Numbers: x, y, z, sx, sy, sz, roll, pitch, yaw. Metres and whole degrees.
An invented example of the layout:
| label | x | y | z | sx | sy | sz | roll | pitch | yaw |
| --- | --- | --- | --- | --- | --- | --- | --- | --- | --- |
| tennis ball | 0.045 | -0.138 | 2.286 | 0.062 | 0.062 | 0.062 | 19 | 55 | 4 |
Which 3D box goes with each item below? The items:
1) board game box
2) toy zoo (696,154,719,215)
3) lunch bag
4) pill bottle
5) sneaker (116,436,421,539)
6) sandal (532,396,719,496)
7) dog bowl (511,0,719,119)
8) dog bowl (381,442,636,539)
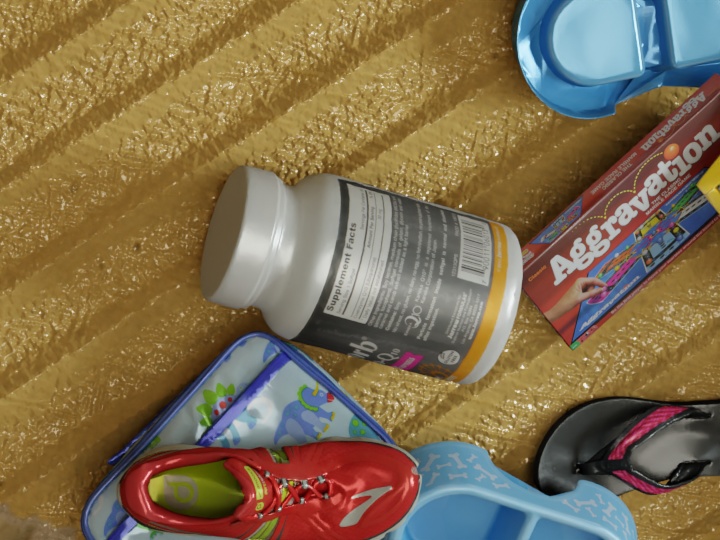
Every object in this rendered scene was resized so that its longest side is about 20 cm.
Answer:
| label | x | y | z | sx | sy | sz | roll | pitch | yaw |
| --- | --- | --- | --- | --- | --- | --- | --- | --- | --- |
| board game box | 0.199 | -0.039 | 1.731 | 0.200 | 0.019 | 0.103 | -42 | 135 | 1 |
| toy zoo | 0.323 | -0.047 | 1.682 | 0.131 | 0.020 | 0.200 | -41 | 84 | 12 |
| lunch bag | -0.082 | 0.151 | 1.679 | 0.161 | 0.082 | 0.200 | 45 | 87 | 5 |
| pill bottle | 0.000 | 0.000 | 1.668 | 0.199 | 0.116 | 0.117 | 15 | 97 | -16 |
| sneaker | -0.059 | 0.147 | 1.595 | 0.199 | 0.085 | 0.077 | -3 | 85 | 0 |
| sandal | 0.222 | 0.128 | 1.786 | 0.199 | 0.045 | 0.075 | -7 | 104 | -13 |
| dog bowl | 0.196 | -0.173 | 1.718 | 0.199 | 0.050 | 0.112 | -13 | 104 | -12 |
| dog bowl | 0.105 | 0.196 | 1.749 | 0.199 | 0.050 | 0.112 | 19 | 110 | -12 |
